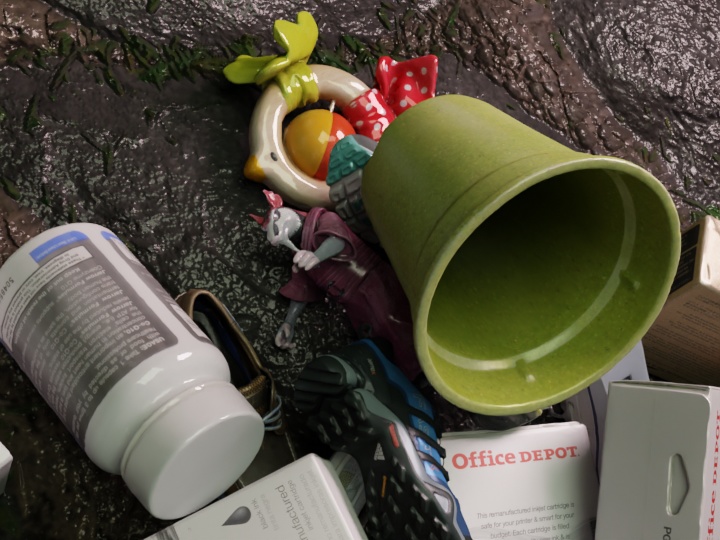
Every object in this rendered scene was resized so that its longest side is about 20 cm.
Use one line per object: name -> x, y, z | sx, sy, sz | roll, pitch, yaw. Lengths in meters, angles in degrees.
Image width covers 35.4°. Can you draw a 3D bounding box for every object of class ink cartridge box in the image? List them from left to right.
ink cartridge box -> -0.084, 0.232, 0.757 | 0.200, 0.085, 0.146 | -28, 75, 0
ink cartridge box -> 0.119, 0.229, 0.885 | 0.144, 0.084, 0.201 | -2, 72, -22
ink cartridge box -> 0.265, 0.165, 0.896 | 0.200, 0.083, 0.147 | 14, 81, -54
ink cartridge box -> 0.336, 0.049, 0.996 | 0.199, 0.165, 0.075 | 22, 61, -13

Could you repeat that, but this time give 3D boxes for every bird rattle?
bird rattle -> -0.026, -0.127, 0.983 | 0.200, 0.113, 0.164 | 23, 74, -27

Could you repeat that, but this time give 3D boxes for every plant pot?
plant pot -> 0.093, -0.032, 0.812 | 0.200, 0.201, 0.184 | -6, 35, -24

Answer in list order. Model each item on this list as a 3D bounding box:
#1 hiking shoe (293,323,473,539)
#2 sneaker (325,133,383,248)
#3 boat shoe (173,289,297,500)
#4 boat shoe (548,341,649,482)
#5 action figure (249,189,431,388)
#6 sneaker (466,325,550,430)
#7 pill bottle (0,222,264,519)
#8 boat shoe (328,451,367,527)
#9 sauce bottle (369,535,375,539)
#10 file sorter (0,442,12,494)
hiking shoe -> 0.039, 0.135, 0.793 | 0.087, 0.074, 0.200 | -31, 93, -47
sneaker -> 0.046, -0.060, 0.961 | 0.200, 0.077, 0.091 | 41, 44, -36
boat shoe -> -0.096, 0.107, 0.854 | 0.072, 0.072, 0.200 | -27, 83, -29
boat shoe -> 0.202, 0.122, 0.969 | 0.074, 0.086, 0.203 | -27, 111, -26
action figure -> 0.000, 0.000, 0.901 | 0.200, 0.134, 0.149 | 45, 60, -3
sneaker -> 0.131, 0.043, 0.915 | 0.074, 0.084, 0.200 | 46, 62, -28
pill bottle -> -0.163, 0.068, 0.782 | 0.114, 0.114, 0.200 | -30, 58, -28
boat shoe -> -0.010, 0.190, 0.843 | 0.065, 0.074, 0.202 | 29, 67, 16
sauce bottle -> 0.012, 0.297, 0.827 | 0.066, 0.066, 0.201 | 17, 67, -15
file sorter -> -0.341, 0.100, 0.724 | 0.200, 0.139, 0.125 | 47, 63, 1
